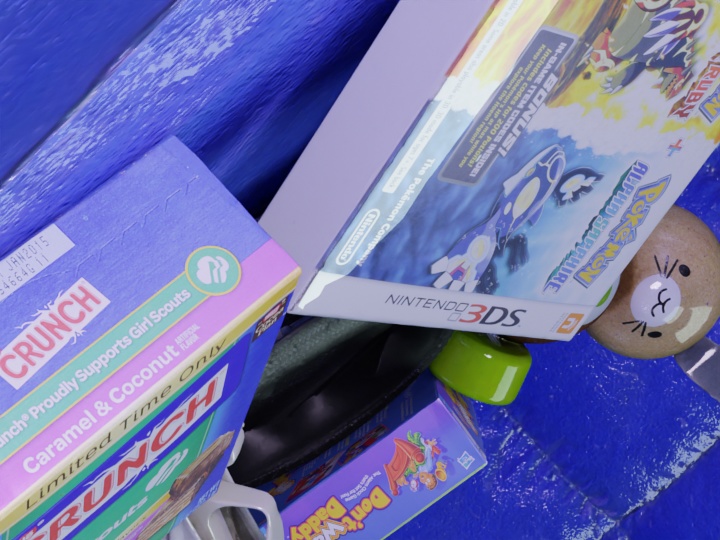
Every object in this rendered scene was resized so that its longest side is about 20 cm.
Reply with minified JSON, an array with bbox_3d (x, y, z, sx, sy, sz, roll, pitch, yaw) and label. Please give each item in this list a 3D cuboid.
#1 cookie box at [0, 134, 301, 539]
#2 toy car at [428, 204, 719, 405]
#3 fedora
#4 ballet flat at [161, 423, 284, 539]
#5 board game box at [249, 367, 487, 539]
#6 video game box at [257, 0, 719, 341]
[{"bbox_3d":[-0.119,0.069,0.693,0.171,0.075,0.200,-39,166,-29],"label":"cookie box"},{"bbox_3d":[0.159,0.007,1.082,0.158,0.200,0.164,-90,-158,-74],"label":"toy car"},{"bbox_3d":[-0.045,0.036,0.991,0.201,0.092,0.201,-29,159,-12],"label":"fedora"},{"bbox_3d":[-0.075,0.097,0.879,0.069,0.200,0.069,-14,-147,9],"label":"ballet flat"},{"bbox_3d":[0.002,0.114,1.087,0.134,0.045,0.200,-36,-176,4],"label":"board game box"},{"bbox_3d":[0.073,-0.061,0.757,0.182,0.047,0.200,5,127,-48],"label":"video game box"}]
